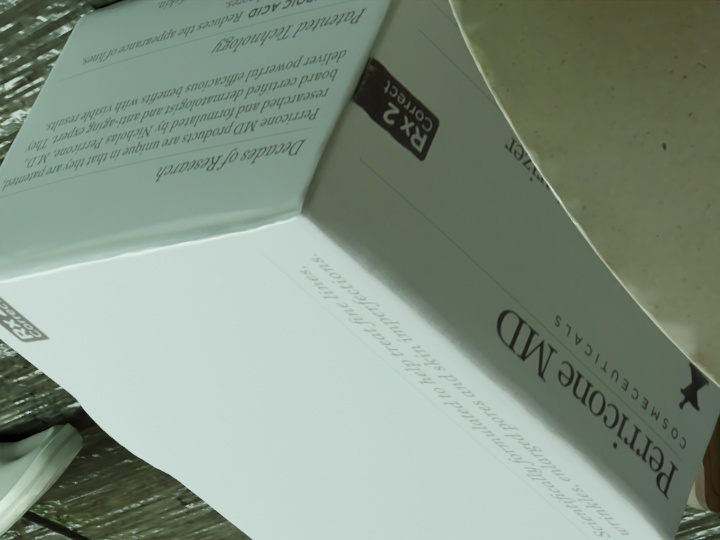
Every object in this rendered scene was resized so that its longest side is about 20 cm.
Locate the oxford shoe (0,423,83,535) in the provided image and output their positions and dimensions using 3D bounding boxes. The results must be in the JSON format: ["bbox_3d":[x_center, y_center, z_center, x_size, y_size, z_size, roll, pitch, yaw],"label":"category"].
[{"bbox_3d":[-0.209,0.113,1.388,0.200,0.075,0.058,-28,102,43],"label":"oxford shoe"}]

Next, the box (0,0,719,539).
[{"bbox_3d":[0.000,0.000,0.999,0.200,0.131,0.199,-10,138,46],"label":"box"}]

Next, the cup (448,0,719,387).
[{"bbox_3d":[0.141,-0.072,0.883,0.143,0.201,0.200,-36,136,18],"label":"cup"}]

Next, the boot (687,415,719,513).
[{"bbox_3d":[0.081,0.044,1.216,0.146,0.070,0.200,4,151,15],"label":"boot"}]
